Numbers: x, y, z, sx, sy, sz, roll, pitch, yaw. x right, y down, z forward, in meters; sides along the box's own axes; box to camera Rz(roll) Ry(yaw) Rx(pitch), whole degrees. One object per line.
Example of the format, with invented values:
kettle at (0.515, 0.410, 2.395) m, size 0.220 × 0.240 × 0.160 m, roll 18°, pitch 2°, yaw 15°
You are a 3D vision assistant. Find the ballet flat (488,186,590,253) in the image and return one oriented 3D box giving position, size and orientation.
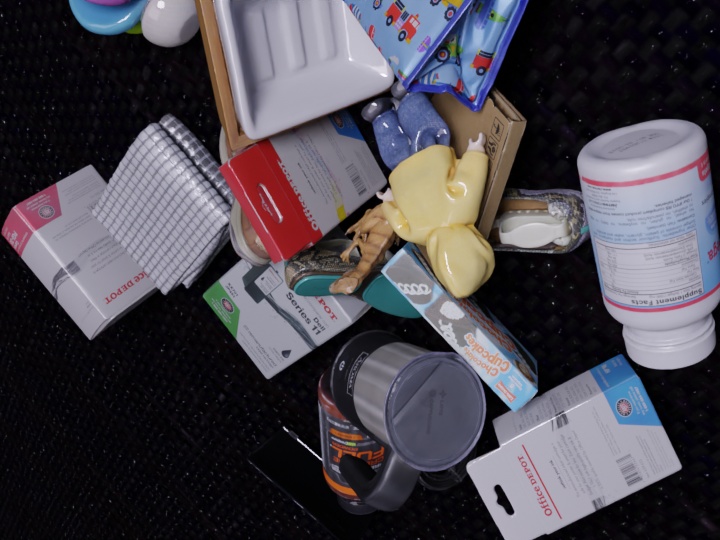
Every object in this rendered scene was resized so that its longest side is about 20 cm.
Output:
ballet flat at (0.140, -0.049, 0.824) m, size 0.196 × 0.072 × 0.074 m, roll 2°, pitch 119°, yaw 35°

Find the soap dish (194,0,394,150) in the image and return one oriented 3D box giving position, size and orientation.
soap dish at (-0.063, -0.227, 0.782) m, size 0.081 × 0.197 × 0.161 m, roll 28°, pitch 136°, yaw 47°

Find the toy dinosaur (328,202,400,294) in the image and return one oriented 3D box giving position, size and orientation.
toy dinosaur at (0.031, -0.057, 0.838) m, size 0.059 × 0.204 × 0.106 m, roll 25°, pitch 170°, yaw -8°

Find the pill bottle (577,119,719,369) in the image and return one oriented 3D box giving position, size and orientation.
pill bottle at (0.263, -0.021, 0.725) m, size 0.107 × 0.109 × 0.204 m, roll -1°, pitch 117°, yaw 35°

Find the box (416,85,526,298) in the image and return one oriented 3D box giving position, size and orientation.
box at (0.087, -0.102, 0.803) m, size 0.165 × 0.021 × 0.203 m, roll -121°, pitch 32°, yaw -42°

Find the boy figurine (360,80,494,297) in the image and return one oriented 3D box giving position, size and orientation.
boy figurine at (0.071, -0.076, 0.739) m, size 0.123 × 0.064 × 0.204 m, roll -33°, pitch 72°, yaw 32°

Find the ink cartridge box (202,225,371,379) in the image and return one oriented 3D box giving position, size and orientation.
ink cartridge box at (-0.088, 0.028, 1.026) m, size 0.148 × 0.083 × 0.199 m, roll 51°, pitch 133°, yaw -3°

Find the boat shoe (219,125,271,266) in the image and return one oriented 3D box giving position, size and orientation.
boat shoe at (-0.109, -0.108, 0.921) m, size 0.071 × 0.075 × 0.205 m, roll -25°, pitch 67°, yaw 35°

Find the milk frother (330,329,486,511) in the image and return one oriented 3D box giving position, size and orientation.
milk frother at (0.080, 0.171, 0.907) m, size 0.188 × 0.195 × 0.186 m, roll -169°, pitch 86°, yaw -71°

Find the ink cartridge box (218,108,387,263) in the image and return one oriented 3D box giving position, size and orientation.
ink cartridge box at (-0.067, -0.092, 0.853) m, size 0.066 × 0.200 × 0.118 m, roll -22°, pitch 103°, yaw 42°

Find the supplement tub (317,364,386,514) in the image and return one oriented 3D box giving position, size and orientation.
supplement tub at (-0.001, 0.225, 1.073) m, size 0.105 × 0.107 × 0.204 m, roll 16°, pitch 126°, yaw 27°

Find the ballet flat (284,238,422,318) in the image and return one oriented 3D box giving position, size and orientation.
ballet flat at (0.000, 0.000, 0.927) m, size 0.068 × 0.196 × 0.077 m, roll -46°, pitch 44°, yaw 41°

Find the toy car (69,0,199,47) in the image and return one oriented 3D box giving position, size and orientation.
toy car at (-0.254, -0.338, 0.869) m, size 0.174 × 0.150 × 0.201 m, roll 40°, pitch 133°, yaw 7°

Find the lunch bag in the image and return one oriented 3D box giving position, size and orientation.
lunch bag at (0.087, -0.268, 0.683) m, size 0.202 × 0.092 × 0.152 m, roll -59°, pitch 43°, yaw 31°

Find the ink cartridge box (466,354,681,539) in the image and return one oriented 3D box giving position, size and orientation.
ink cartridge box at (0.217, 0.191, 0.856) m, size 0.197 × 0.067 × 0.118 m, roll -28°, pitch 102°, yaw 10°

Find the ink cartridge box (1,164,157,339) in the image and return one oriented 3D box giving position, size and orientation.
ink cartridge box at (-0.387, -0.026, 1.164) m, size 0.201 × 0.146 × 0.082 m, roll 51°, pitch 135°, yaw -3°

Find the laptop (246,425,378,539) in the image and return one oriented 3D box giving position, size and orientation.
laptop at (-0.078, 0.333, 1.174) m, size 0.186 × 0.116 × 0.202 m, roll 38°, pitch 141°, yaw 10°

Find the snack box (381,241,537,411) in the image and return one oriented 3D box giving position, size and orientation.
snack box at (0.111, 0.051, 0.875) m, size 0.037 × 0.116 × 0.200 m, roll -44°, pitch 89°, yaw 15°

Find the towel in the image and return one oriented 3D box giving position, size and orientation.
towel at (-0.245, -0.082, 1.073) m, size 0.166 × 0.086 × 0.200 m, roll 46°, pitch 132°, yaw -1°
